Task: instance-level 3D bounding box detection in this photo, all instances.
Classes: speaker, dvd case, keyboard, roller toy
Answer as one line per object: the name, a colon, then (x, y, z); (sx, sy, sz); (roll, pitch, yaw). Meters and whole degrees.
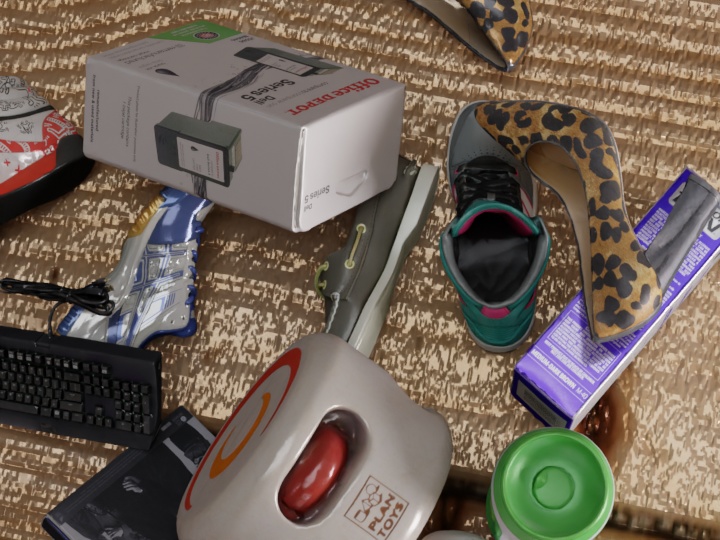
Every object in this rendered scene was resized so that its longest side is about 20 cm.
speaker: (0.131, 0.162, 1.172); (0.088, 0.200, 0.089); (-1, 77, 3)
dvd case: (-0.114, 0.211, 1.228); (0.200, 0.025, 0.150); (43, 50, 11)
keyboard: (-0.238, 0.063, 1.257); (0.198, 0.021, 0.128); (7, 103, 22)
roller toy: (-0.028, 0.152, 1.165); (0.139, 0.200, 0.183); (36, 122, -10)

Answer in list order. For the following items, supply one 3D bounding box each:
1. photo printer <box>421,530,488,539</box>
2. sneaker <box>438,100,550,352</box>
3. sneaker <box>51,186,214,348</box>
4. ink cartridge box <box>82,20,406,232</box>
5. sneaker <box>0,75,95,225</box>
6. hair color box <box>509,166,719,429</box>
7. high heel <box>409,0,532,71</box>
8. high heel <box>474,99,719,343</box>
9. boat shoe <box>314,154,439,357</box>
photo printer: (0.091, 0.279, 1.169); (0.069, 0.166, 0.201); (-31, 76, 16)
sneaker: (0.098, -0.046, 1.262); (0.083, 0.121, 0.202); (-6, 77, 3)
sneaker: (-0.153, 0.008, 1.296); (0.088, 0.075, 0.201); (35, 90, 2)
ink cartridge box: (-0.086, -0.112, 1.241); (0.199, 0.145, 0.085); (20, 118, 27)
sneaker: (-0.313, -0.085, 1.287); (0.201, 0.067, 0.108); (-30, 70, -40)
hair color box: (0.198, 0.027, 1.246); (0.065, 0.109, 0.200); (42, 82, 12)
high heel: (0.036, -0.219, 1.320); (0.198, 0.071, 0.144); (-6, 70, -8)
high heel: (0.139, -0.040, 1.185); (0.199, 0.072, 0.143); (28, 69, 22)
boat shoe: (0.000, 0.001, 1.284); (0.060, 0.072, 0.203); (21, 73, 8)
